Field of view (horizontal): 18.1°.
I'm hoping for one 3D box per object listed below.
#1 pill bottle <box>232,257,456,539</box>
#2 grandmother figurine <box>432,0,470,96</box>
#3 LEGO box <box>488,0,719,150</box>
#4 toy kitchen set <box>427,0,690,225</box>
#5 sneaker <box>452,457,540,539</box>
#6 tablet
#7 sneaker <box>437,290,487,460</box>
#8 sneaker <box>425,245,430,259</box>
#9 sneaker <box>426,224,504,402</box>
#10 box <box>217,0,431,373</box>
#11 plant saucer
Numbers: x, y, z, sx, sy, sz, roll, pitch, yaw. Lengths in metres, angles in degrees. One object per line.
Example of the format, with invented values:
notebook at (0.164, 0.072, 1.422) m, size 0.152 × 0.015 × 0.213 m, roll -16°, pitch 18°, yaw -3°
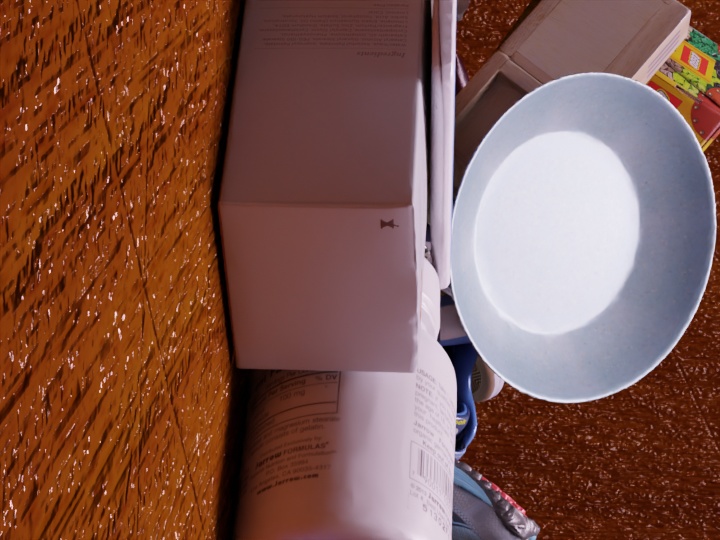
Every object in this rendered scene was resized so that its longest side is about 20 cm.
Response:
pill bottle at (-0.006, 0.084, 1.210) m, size 0.115 × 0.114 × 0.201 m, roll 86°, pitch 7°, yaw -51°
grandmother figurine at (0.022, -0.120, 1.503) m, size 0.061 × 0.121 × 0.201 m, roll -112°, pitch -142°, yaw -54°
LEGO box at (0.150, -0.100, 1.602) m, size 0.200 × 0.149 × 0.077 m, roll -52°, pitch -171°, yaw 37°
toy kitchen set at (0.159, -0.065, 1.495) m, size 0.181 × 0.163 × 0.200 m, roll -49°, pitch 165°, yaw -11°
sneaker at (0.020, 0.162, 1.283) m, size 0.200 × 0.079 × 0.096 m, roll -9°, pitch -134°, yaw 53°
tablet at (0.046, -0.096, 1.234) m, size 0.200 × 0.014 × 0.131 m, roll 89°, pitch 4°, yaw -55°
sneaker at (0.020, 0.104, 1.393) m, size 0.074 × 0.082 × 0.201 m, roll 5°, pitch 105°, yaw -47°
sneaker at (0.000, 0.000, 1.444) m, size 0.077 × 0.088 × 0.201 m, roll 78°, pitch 14°, yaw -73°
sneaker at (0.071, 0.012, 1.649) m, size 0.200 × 0.108 × 0.070 m, roll 47°, pitch -42°, yaw 37°
box at (-0.014, -0.062, 1.181) m, size 0.125 × 0.097 × 0.201 m, roll 87°, pitch 5°, yaw -47°
plant saucer at (0.128, -0.022, 1.379) m, size 0.039 × 0.200 × 0.202 m, roll 17°, pitch -70°, yaw 58°
